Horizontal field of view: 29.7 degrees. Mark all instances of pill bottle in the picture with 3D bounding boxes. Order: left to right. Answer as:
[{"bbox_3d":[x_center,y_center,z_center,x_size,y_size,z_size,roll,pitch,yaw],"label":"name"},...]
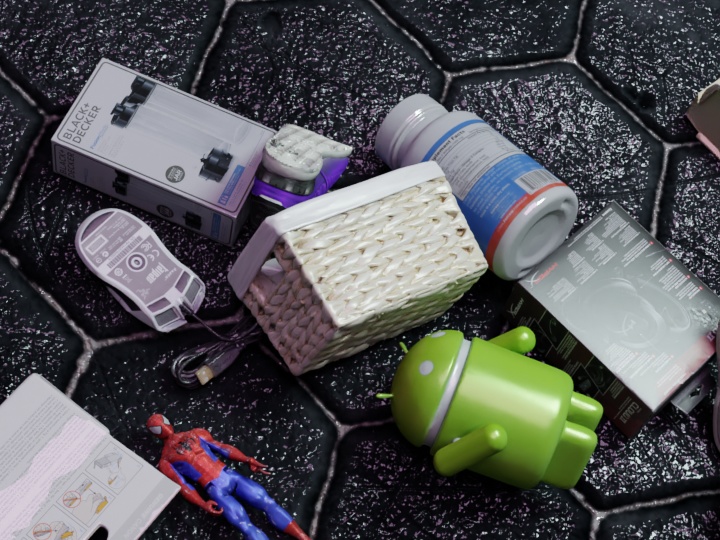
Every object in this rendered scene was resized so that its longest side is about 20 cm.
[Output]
[{"bbox_3d":[0.110,-0.089,1.356,0.112,0.112,0.200,-34,58,-23],"label":"pill bottle"}]

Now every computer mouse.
[{"bbox_3d":[-0.189,0.020,1.300,0.200,0.044,0.110,43,69,7],"label":"computer mouse"}]

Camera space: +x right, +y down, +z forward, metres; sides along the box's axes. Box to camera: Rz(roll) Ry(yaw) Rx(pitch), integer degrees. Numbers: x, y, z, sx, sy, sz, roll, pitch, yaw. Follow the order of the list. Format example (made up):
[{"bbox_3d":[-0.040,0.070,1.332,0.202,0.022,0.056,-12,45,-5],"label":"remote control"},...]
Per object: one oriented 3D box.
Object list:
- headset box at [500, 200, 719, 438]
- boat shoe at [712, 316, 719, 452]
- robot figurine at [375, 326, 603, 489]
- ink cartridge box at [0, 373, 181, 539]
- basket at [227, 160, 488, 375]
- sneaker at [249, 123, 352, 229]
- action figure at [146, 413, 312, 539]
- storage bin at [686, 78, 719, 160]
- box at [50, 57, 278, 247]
[{"bbox_3d":[0.264,0.053,1.336,0.149,0.077,0.200,-39,76,-24],"label":"headset box"},{"bbox_3d":[0.383,0.089,1.285,0.062,0.200,0.075,-15,23,-34],"label":"boat shoe"},{"bbox_3d":[0.117,0.128,1.250,0.200,0.116,0.175,21,39,4],"label":"robot figurine"},{"bbox_3d":[-0.286,0.216,1.179,0.176,0.045,0.200,36,63,11],"label":"ink cartridge box"},{"bbox_3d":[0.000,0.000,1.274,0.200,0.136,0.123,-20,73,-32],"label":"basket"},{"bbox_3d":[-0.068,-0.081,1.330,0.070,0.100,0.200,22,17,8],"label":"sneaker"},{"bbox_3d":[-0.117,0.197,1.217,0.200,0.052,0.065,38,67,14],"label":"action figure"},{"bbox_3d":[0.497,-0.168,1.479,0.200,0.094,0.199,-35,73,-23],"label":"storage bin"},{"bbox_3d":[-0.195,-0.118,1.359,0.200,0.060,0.117,24,61,4],"label":"box"}]
